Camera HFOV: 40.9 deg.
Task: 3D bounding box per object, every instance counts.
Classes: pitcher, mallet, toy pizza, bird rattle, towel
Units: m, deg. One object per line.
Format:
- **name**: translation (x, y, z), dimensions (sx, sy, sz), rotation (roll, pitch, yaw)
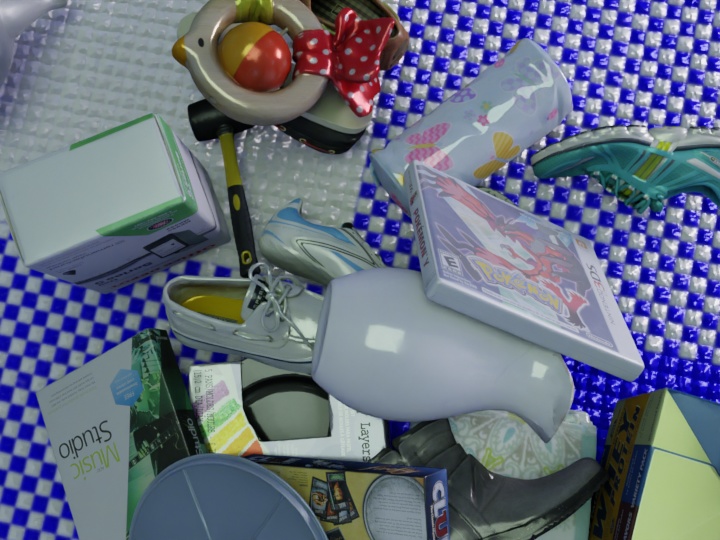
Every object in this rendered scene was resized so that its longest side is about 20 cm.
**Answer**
- **pitcher**: translation (0.065, 0.050, 0.806), dimensions (0.198, 0.122, 0.172), rotation (11, 41, -8)
- **mallet**: translation (-0.131, -0.083, 0.923), dimensions (0.065, 0.041, 0.201), rotation (-8, 65, 5)
- **toy pizza**: translation (-0.103, 0.245, 0.787), dimensions (0.199, 0.032, 0.202), rotation (3, 97, 23)
- **bird rattle**: translation (-0.076, -0.199, 0.869), dimensions (0.200, 0.113, 0.163), rotation (45, 71, -10)
- **towel**: translation (0.116, 0.208, 0.848), dimensions (0.170, 0.048, 0.201), rotation (11, 69, 0)

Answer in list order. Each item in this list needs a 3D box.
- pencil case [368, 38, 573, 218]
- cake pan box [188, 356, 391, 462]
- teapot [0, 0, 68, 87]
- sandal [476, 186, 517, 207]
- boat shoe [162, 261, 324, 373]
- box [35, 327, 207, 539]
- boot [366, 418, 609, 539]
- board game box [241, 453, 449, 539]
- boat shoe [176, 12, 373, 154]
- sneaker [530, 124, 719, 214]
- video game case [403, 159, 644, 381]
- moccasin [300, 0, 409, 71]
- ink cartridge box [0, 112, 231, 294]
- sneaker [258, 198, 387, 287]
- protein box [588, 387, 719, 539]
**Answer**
- **pencil case**: translation (0.104, -0.132, 0.912), dimensions (0.200, 0.083, 0.091), rotation (-38, 60, -3)
- **cake pan box**: translation (-0.062, 0.172, 0.887), dimensions (0.183, 0.052, 0.202), rotation (-3, 80, 2)
- **teapot**: translation (-0.429, -0.241, 0.950), dimensions (0.199, 0.146, 0.198), rotation (33, 114, -13)
- **sandal**: translation (0.135, 0.014, 0.899), dimensions (0.075, 0.048, 0.202), rotation (-12, 79, 3)
- **boat shoe**: translation (-0.084, 0.032, 0.858), dimensions (0.200, 0.086, 0.075), rotation (9, 55, 16)
- **box**: translation (-0.208, 0.173, 0.877), dimensions (0.144, 0.036, 0.201), rotation (-29, 74, 20)
- **boot**: translation (0.098, 0.171, 0.802), dimensions (0.199, 0.070, 0.132), rotation (-25, 69, -18)
- **board game box**: translation (-0.020, 0.224, 0.779), dimensions (0.199, 0.034, 0.137), rotation (-3, 90, 36)
- **boat shoe**: translation (-0.087, -0.175, 0.921), dimensions (0.200, 0.063, 0.074), rotation (27, 59, -8)
- **sneaker**: translation (0.258, -0.093, 0.898), dimensions (0.198, 0.078, 0.080), rotation (2, 89, 5)
- **video game case**: translation (0.133, -0.004, 0.815), dimensions (0.199, 0.183, 0.023), rotation (22, 122, -19)
- **moccasin**: translation (-0.041, -0.273, 0.950), dimensions (0.201, 0.078, 0.074), rotation (42, 83, 11)
- **ink cartridge box**: translation (-0.210, -0.052, 0.865), dimensions (0.145, 0.200, 0.085), rotation (-22, 81, 1)
- **sneaker**: translation (0.000, 0.000, 0.904), dimensions (0.199, 0.072, 0.073), rotation (31, 75, 6)
- **protein box**: translation (0.302, 0.191, 0.775), dimensions (0.197, 0.200, 0.136), rotation (16, 81, 7)
